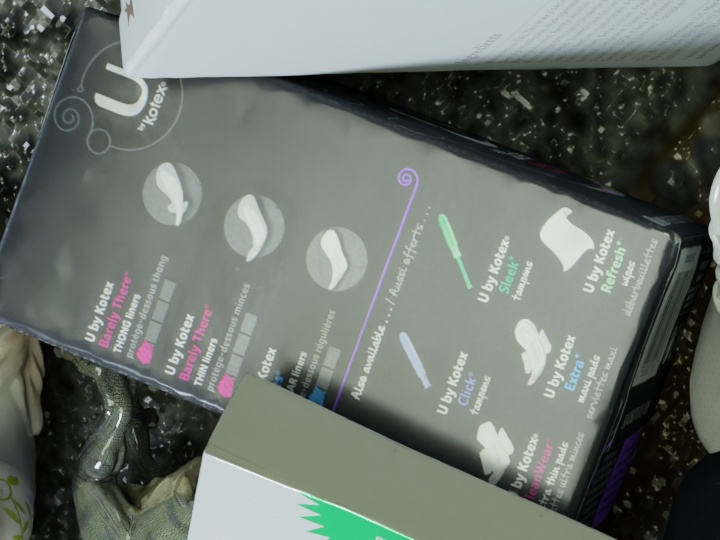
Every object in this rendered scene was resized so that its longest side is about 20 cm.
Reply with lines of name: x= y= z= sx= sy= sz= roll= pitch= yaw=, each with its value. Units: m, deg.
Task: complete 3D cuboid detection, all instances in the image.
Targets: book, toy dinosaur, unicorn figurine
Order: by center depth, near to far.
book: x=0.008 y=0.124 z=0.828 sx=0.133 sy=0.048 sz=0.200 roll=23 pitch=142 yaw=8
toy dinosaur: x=-0.077 y=0.075 z=0.874 sx=0.047 sy=0.200 sz=0.088 roll=-2 pitch=63 yaw=-18
unicorn figurine: x=-0.137 y=0.076 z=0.884 sx=0.074 sy=0.200 sz=0.138 roll=12 pitch=103 yaw=-22

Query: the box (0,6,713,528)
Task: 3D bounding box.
box: x=0.000 y=0.000 z=0.843 sx=0.199 sy=0.122 sz=0.106 roll=21 pitch=96 yaw=11

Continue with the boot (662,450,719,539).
boot: x=0.047 y=0.138 z=0.668 sx=0.167 sy=0.077 sz=0.201 roll=-5 pitch=61 yaw=-1

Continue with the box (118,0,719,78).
box: x=0.029 y=-0.145 z=0.775 sx=0.199 sy=0.106 sz=0.153 roll=-3 pitch=77 yaw=-21

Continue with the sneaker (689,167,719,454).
sneaker: x=0.131 y=-0.010 z=0.782 sx=0.071 sy=0.080 sz=0.201 roll=55 pitch=143 yaw=29
